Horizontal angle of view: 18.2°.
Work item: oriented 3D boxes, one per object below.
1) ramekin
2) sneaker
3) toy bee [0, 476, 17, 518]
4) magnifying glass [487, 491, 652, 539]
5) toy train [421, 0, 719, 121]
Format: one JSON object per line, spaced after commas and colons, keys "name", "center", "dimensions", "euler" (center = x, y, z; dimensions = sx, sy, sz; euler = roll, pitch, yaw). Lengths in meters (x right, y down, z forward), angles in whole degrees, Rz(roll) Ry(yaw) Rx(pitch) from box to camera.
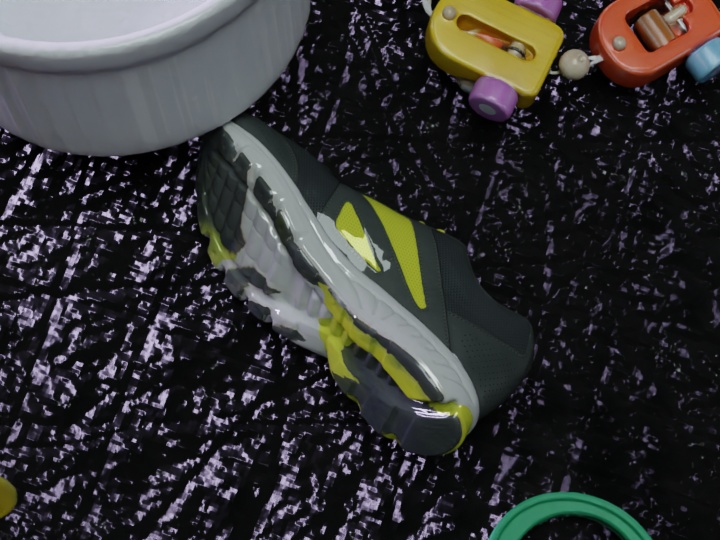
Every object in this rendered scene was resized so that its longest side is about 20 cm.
{"name": "ramekin", "center": [-0.116, -0.149, 1.056], "dimensions": [0.200, 0.098, 0.201], "euler": [-3, 56, 5]}
{"name": "sneaker", "center": [0.000, 0.000, 1.061], "dimensions": [0.084, 0.075, 0.200], "euler": [-26, 68, -38]}
{"name": "toy bee", "center": [-0.229, 0.081, 0.987], "dimensions": [0.131, 0.109, 0.201], "euler": [-22, 74, -9]}
{"name": "magnifying glass", "center": [0.146, 0.172, 1.031], "dimensions": [0.200, 0.022, 0.080], "euler": [30, 71, 8]}
{"name": "toy train", "center": [0.084, -0.150, 1.120], "dimensions": [0.150, 0.056, 0.200], "euler": [-36, 80, -16]}
